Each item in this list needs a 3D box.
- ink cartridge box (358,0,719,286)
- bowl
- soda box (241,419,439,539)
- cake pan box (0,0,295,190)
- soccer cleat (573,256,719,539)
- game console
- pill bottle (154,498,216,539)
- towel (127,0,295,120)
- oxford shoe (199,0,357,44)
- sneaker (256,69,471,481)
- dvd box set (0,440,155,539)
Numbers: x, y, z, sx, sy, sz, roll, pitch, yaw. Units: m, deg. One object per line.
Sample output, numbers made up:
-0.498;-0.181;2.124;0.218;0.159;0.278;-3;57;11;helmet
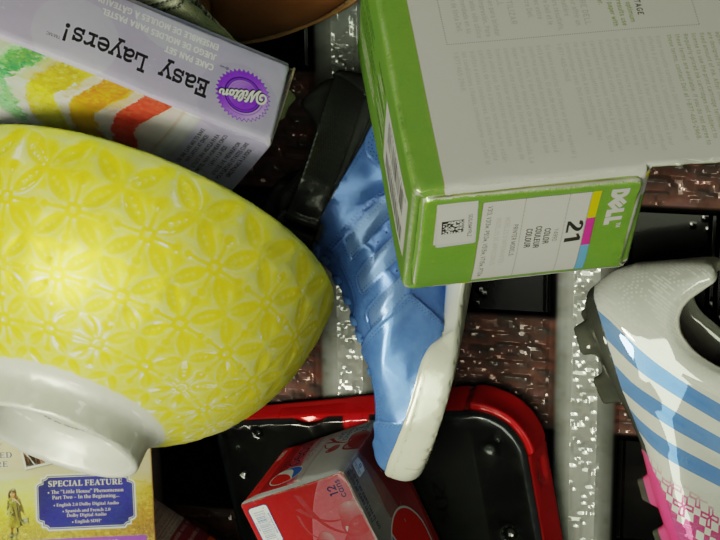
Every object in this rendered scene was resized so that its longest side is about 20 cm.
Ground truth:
0.109;-0.081;0.855;0.200;0.148;0.076;-5;147;-6;ink cartridge box
-0.122;0.030;0.874;0.200;0.108;0.200;17;157;7;bowl
0.016;0.183;0.987;0.063;0.070;0.200;-20;102;24;soda box
-0.154;-0.069;0.897;0.184;0.052;0.200;23;150;-18;cake pan box
0.178;0.086;0.944;0.086;0.070;0.200;-20;103;19;soccer cleat
0.024;0.161;1.032;0.177;0.031;0.200;-5;107;20;game console
-0.174;0.147;1.025;0.200;0.110;0.110;33;113;0;pill bottle
-0.157;-0.119;0.896;0.192;0.035;0.200;-9;145;32;towel
-0.088;-0.138;0.927;0.200;0.071;0.071;-7;106;14;oxford shoe
0.000;0.000;0.943;0.111;0.077;0.200;10;102;4;sneaker
-0.179;0.095;0.965;0.146;0.029;0.200;-2;73;-13;dvd box set
